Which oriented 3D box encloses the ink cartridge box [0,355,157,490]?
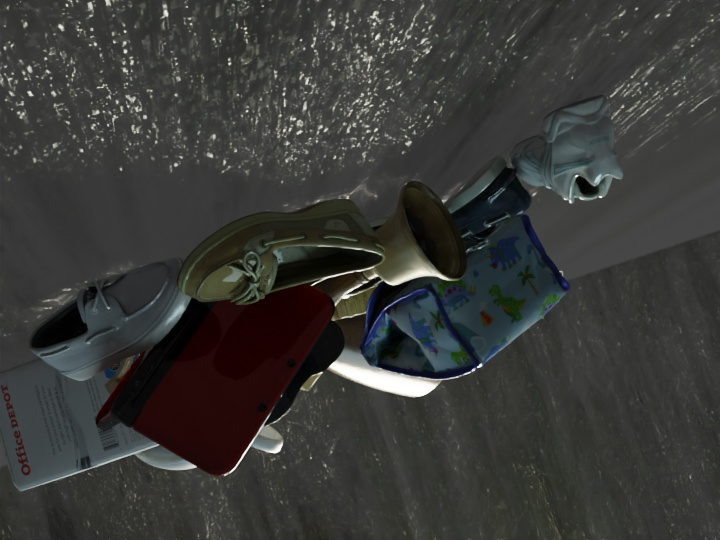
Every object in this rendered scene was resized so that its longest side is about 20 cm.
[{"bbox_3d":[-0.340,0.168,1.455,0.197,0.149,0.086,-19,175,10],"label":"ink cartridge box"}]

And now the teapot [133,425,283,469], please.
[{"bbox_3d":[-0.220,0.167,1.553,0.195,0.203,0.146,-20,169,17],"label":"teapot"}]

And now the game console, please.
[{"bbox_3d":[-0.141,0.090,1.124,0.201,0.118,0.172,-56,-170,-23],"label":"game console"}]

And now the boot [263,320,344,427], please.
[{"bbox_3d":[-0.137,0.114,1.233,0.199,0.069,0.188,-15,-158,50],"label":"boot"}]

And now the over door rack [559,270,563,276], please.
[{"bbox_3d":[0.425,0.066,2.988,0.197,0.068,0.148,-19,174,4],"label":"over door rack"}]

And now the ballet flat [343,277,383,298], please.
[{"bbox_3d":[0.000,0.000,1.342,0.198,0.073,0.072,-17,173,-26],"label":"ballet flat"}]

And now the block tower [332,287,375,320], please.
[{"bbox_3d":[0.021,0.027,1.598,0.054,0.059,0.199,-13,177,-42],"label":"block tower"}]

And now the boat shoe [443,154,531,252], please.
[{"bbox_3d":[0.119,-0.058,1.211,0.075,0.062,0.200,-45,-179,-25],"label":"boat shoe"}]

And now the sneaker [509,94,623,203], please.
[{"bbox_3d":[0.191,-0.097,1.102,0.069,0.081,0.200,-19,174,-6],"label":"sneaker"}]

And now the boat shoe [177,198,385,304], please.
[{"bbox_3d":[-0.068,-0.009,1.057,0.199,0.063,0.074,-16,144,-37],"label":"boat shoe"}]

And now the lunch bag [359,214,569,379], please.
[{"bbox_3d":[0.103,0.037,1.316,0.169,0.128,0.200,-33,-178,-29],"label":"lunch bag"}]

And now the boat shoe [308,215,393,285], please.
[{"bbox_3d":[-0.010,-0.016,1.266,0.198,0.060,0.072,-14,171,-32],"label":"boat shoe"}]

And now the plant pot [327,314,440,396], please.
[{"bbox_3d":[0.010,0.092,1.778,0.198,0.190,0.186,7,158,-40],"label":"plant pot"}]

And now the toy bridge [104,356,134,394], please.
[{"bbox_3d":[-0.217,0.073,1.360,0.199,0.068,0.027,-40,170,6],"label":"toy bridge"}]

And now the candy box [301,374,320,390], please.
[{"bbox_3d":[-0.111,0.090,1.457,0.056,0.115,0.200,-51,-171,-11],"label":"candy box"}]

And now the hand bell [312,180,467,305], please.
[{"bbox_3d":[-0.002,0.004,1.173,0.199,0.105,0.104,-30,168,29],"label":"hand bell"}]

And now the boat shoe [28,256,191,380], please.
[{"bbox_3d":[-0.234,0.037,1.094,0.199,0.073,0.068,-25,140,36],"label":"boat shoe"}]
